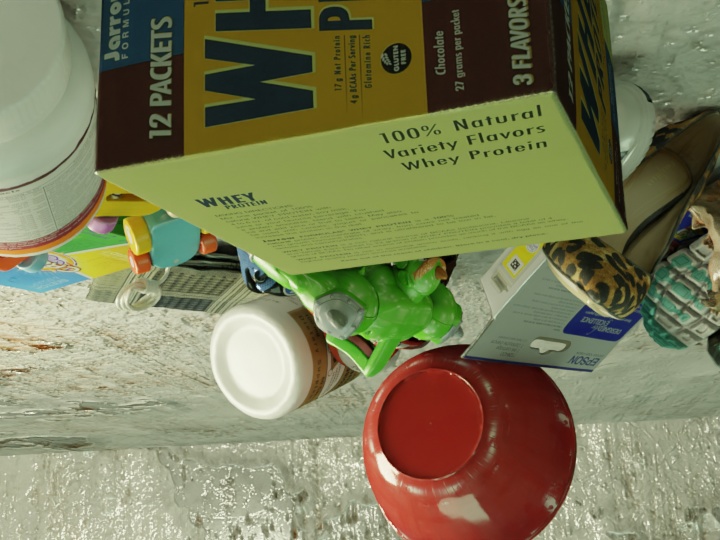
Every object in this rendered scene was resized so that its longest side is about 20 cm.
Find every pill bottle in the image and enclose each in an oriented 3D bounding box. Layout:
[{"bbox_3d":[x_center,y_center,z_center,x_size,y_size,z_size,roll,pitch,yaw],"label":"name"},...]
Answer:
[{"bbox_3d":[-0.047,0.068,1.069,0.114,0.115,0.200,-13,-176,35],"label":"pill bottle"},{"bbox_3d":[-0.196,-0.084,0.565,0.109,0.110,0.200,0,165,-10],"label":"pill bottle"}]

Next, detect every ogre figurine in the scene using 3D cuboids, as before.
[{"bbox_3d":[0.000,0.000,0.707,0.098,0.120,0.200,-42,150,5],"label":"ogre figurine"}]

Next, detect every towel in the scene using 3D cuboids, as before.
[{"bbox_3d":[-0.178,0.008,1.085,0.192,0.035,0.200,6,165,-19],"label":"towel"}]

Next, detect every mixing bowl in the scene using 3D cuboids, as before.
[{"bbox_3d":[0.079,0.145,0.917,0.200,0.200,0.108,-8,156,21],"label":"mixing bowl"}]

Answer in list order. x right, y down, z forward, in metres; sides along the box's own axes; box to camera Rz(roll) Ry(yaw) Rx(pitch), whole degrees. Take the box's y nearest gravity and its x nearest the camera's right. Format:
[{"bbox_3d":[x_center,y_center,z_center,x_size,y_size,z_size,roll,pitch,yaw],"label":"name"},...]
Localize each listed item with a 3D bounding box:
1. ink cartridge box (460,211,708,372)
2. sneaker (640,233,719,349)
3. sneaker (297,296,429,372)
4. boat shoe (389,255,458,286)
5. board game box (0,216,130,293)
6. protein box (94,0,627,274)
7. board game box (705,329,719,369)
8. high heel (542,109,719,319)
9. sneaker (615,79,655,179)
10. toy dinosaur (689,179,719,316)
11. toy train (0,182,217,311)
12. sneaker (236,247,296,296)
[{"bbox_3d":[0.197,0.001,0.893,0.197,0.047,0.200,11,129,-44],"label":"ink cartridge box"},{"bbox_3d":[0.316,-0.010,0.873,0.091,0.078,0.200,-2,136,-44],"label":"sneaker"},{"bbox_3d":[0.024,0.056,0.958,0.108,0.067,0.201,18,159,31],"label":"sneaker"},{"bbox_3d":[0.061,-0.009,0.968,0.072,0.068,0.200,2,164,-10],"label":"boat shoe"},{"bbox_3d":[-0.271,-0.029,0.892,0.200,0.040,0.153,-14,161,36],"label":"board game box"},{"bbox_3d":[0.012,-0.094,0.508,0.198,0.135,0.200,-7,165,20],"label":"protein box"},{"bbox_3d":[0.367,0.014,0.916,0.135,0.028,0.200,-35,-179,24],"label":"board game box"},{"bbox_3d":[0.190,-0.046,0.689,0.143,0.071,0.200,-50,178,19],"label":"high heel"},{"bbox_3d":[0.077,-0.080,0.678,0.129,0.080,0.199,0,178,-45],"label":"sneaker"},{"bbox_3d":[0.299,0.010,0.759,0.086,0.200,0.136,-27,180,26],"label":"toy dinosaur"},{"bbox_3d":[-0.196,-0.036,0.783,0.150,0.056,0.200,-36,154,13],"label":"toy train"},{"bbox_3d":[-0.045,-0.027,0.843,0.078,0.089,0.200,3,165,-24],"label":"sneaker"}]
